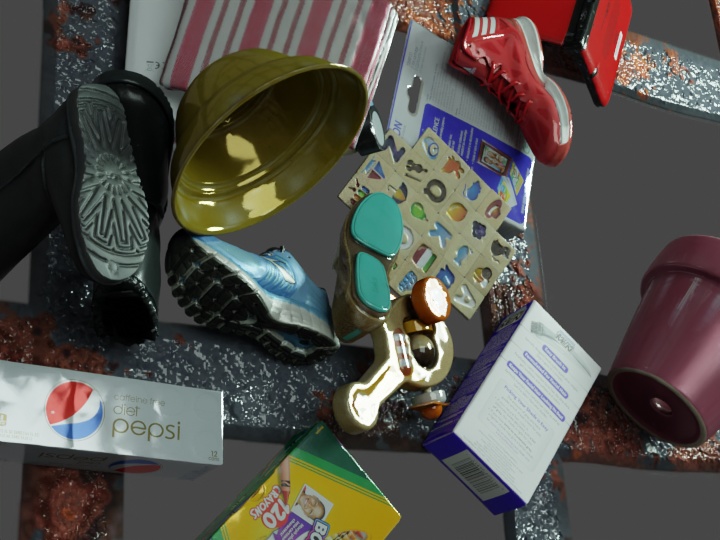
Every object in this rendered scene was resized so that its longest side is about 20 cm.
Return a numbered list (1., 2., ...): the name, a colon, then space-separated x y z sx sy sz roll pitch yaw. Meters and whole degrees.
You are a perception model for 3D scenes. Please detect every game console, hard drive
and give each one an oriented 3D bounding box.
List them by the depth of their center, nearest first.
1. hard drive: -0.164 -0.228 1.133 0.130 0.026 0.202 2 65 -8
2. game console: 0.265 -0.334 1.505 0.173 0.118 0.201 55 45 -41

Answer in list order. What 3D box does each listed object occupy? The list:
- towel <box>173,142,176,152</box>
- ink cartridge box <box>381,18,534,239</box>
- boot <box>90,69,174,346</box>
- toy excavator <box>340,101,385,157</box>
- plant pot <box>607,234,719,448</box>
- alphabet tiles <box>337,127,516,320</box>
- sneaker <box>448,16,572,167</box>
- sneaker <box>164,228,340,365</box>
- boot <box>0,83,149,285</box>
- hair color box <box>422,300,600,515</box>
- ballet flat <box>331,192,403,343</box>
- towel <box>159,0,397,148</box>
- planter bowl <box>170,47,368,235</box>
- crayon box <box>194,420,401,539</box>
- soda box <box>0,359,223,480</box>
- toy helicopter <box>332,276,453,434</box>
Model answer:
1. towel: -0.146 -0.197 1.171 0.145 0.030 0.202 17 62 -25
2. ink cartridge box: 0.113 -0.161 1.313 0.199 0.043 0.200 26 57 -22
3. boot: -0.198 -0.045 0.971 0.072 0.199 0.164 2 53 -4
4. toy excavator: -0.039 -0.228 1.206 0.201 0.099 0.196 -76 149 -59
5. plant pot: 0.380 0.091 1.296 0.200 0.200 0.179 47 68 -7
6. alphabet tiles: 0.074 -0.049 1.228 0.200 0.006 0.167 42 69 -15
7. sneaker: 0.160 -0.204 1.303 0.114 0.079 0.202 -1 56 -25
8. sneaker: -0.102 0.013 1.081 0.199 0.078 0.091 36 39 -36
9. boot: -0.258 -0.035 0.918 0.065 0.199 0.167 18 55 -46
10. hair color box: 0.161 0.141 1.201 0.109 0.065 0.200 45 55 -8
11. ballet flat: 0.000 0.000 1.133 0.067 0.072 0.201 29 34 -18
12. towel: -0.077 -0.211 1.087 0.198 0.030 0.148 18 80 2
13. planter bowl: -0.097 -0.128 0.987 0.199 0.201 0.084 -22 64 -37
14. crayon box: -0.068 0.244 1.009 0.119 0.058 0.200 50 52 -4
15. soda box: -0.217 0.128 0.961 0.198 0.064 0.069 12 63 -29
16. toy helicopter: 0.036 0.103 1.112 0.200 0.078 0.133 -40 107 -51
